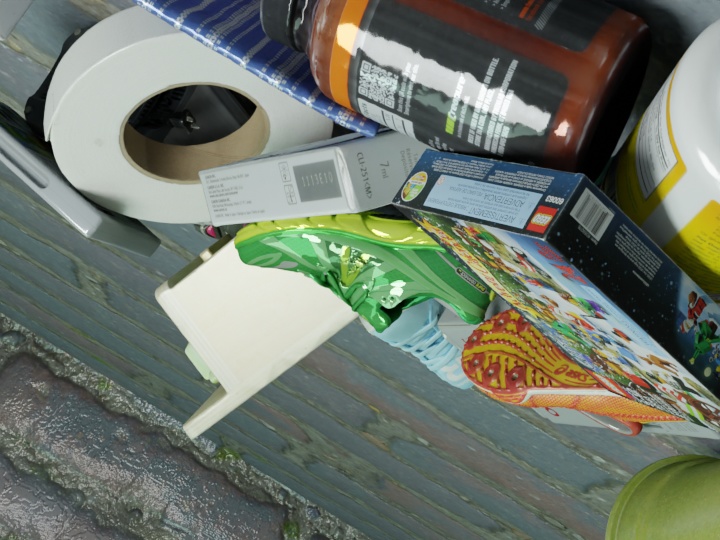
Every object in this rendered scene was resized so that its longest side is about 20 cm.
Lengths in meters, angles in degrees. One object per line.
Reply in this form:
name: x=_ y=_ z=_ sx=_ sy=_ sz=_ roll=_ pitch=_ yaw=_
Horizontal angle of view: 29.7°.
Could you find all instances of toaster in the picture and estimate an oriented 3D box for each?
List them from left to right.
toaster: x=-0.164 y=-0.114 z=1.096 sx=0.199 sy=0.114 sz=0.129 roll=16 pitch=161 yaw=38

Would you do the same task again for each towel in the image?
towel: x=-0.062 y=-0.154 z=0.817 sx=0.199 sy=0.024 sz=0.145 roll=31 pitch=-155 yaw=-1

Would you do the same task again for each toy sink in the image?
toy sink: x=-0.081 y=0.020 z=1.086 sx=0.112 sy=0.199 sz=0.130 roll=52 pitch=-160 yaw=-3

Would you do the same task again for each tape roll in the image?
tape roll: x=-0.119 y=-0.107 z=0.953 sx=0.200 sy=0.037 sz=0.204 roll=-8 pitch=146 yaw=-5

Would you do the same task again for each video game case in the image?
video game case: x=-0.248 y=-0.082 z=1.065 sx=0.182 sy=0.022 sz=0.200 roll=41 pitch=180 yaw=5

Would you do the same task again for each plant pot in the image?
plant pot: x=0.330 y=0.226 z=1.114 sx=0.199 sy=0.201 sz=0.184 roll=32 pitch=151 yaw=-3

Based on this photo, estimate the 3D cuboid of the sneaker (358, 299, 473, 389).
sneaker: x=0.072 y=0.054 z=1.114 sx=0.199 sy=0.074 sz=0.082 roll=7 pitch=-129 yaw=-59

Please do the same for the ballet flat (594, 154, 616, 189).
ballet flat: x=0.132 y=-0.030 z=0.855 sx=0.063 sy=0.069 sz=0.200 roll=50 pitch=170 yaw=-10

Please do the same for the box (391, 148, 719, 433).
box: x=0.124 y=0.015 z=0.710 sx=0.200 sy=0.038 sz=0.136 roll=39 pitch=169 yaw=-29

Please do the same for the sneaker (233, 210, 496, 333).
sneaker: x=0.000 y=0.000 z=0.945 sx=0.198 sy=0.085 sz=0.074 roll=7 pitch=-173 yaw=19

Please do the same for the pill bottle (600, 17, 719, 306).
pill bottle: x=0.189 y=-0.056 z=0.657 sx=0.109 sy=0.110 sz=0.200 roll=29 pitch=163 yaw=4

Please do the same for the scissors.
scissors: x=0.119 y=0.065 z=0.988 sx=0.199 sy=0.014 sz=0.073 roll=28 pitch=162 yaw=8

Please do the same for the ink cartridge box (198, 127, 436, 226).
ink cartridge box: x=0.013 y=-0.072 z=0.887 sx=0.199 sy=0.172 sz=0.044 roll=-1 pitch=105 yaw=59

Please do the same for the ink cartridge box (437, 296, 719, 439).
ink cartridge box: x=0.174 y=0.048 z=1.016 sx=0.145 sy=0.083 sz=0.199 roll=38 pitch=161 yaw=-22

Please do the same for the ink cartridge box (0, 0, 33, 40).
ink cartridge box: x=-0.280 y=-0.255 z=0.831 sx=0.199 sy=0.148 sz=0.145 roll=19 pitch=160 yaw=35

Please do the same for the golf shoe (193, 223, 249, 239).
golf shoe: x=-0.094 y=-0.026 z=1.287 sx=0.087 sy=0.078 sz=0.200 roll=16 pitch=159 yaw=20

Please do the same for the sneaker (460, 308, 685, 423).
sneaker: x=0.147 y=0.070 z=0.878 sx=0.199 sy=0.073 sz=0.077 roll=8 pitch=153 yaw=45

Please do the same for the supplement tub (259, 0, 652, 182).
supplement tub: x=0.047 y=-0.120 z=0.725 sx=0.199 sy=0.108 sz=0.107 roll=27 pitch=163 yaw=16
